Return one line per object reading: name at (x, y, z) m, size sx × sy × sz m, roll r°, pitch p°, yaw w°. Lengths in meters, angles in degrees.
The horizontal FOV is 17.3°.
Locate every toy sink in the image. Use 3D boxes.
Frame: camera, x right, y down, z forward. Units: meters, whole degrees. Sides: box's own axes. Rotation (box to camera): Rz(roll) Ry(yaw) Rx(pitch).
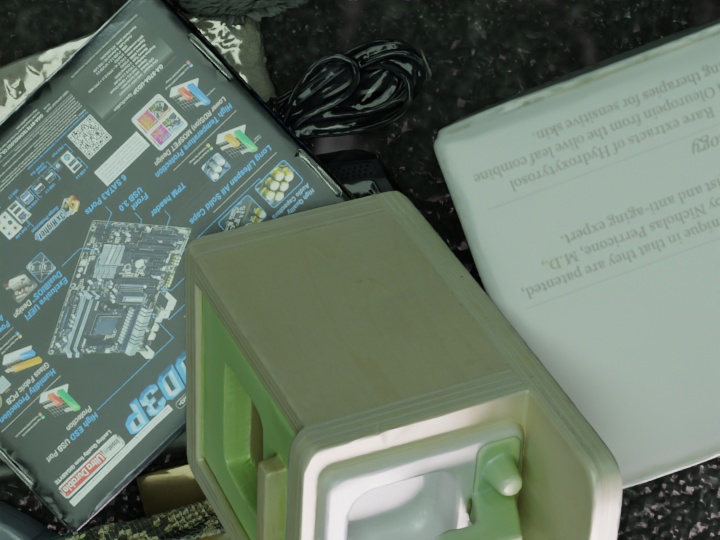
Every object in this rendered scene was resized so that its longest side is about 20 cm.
toy sink at (0.007, 0.082, 0.984) m, size 0.112 × 0.200 × 0.130 m, roll -14°, pitch 132°, yaw -21°

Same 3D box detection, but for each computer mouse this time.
computer mouse at (0.000, 0.000, 1.132) m, size 0.138 × 0.053 × 0.200 m, roll -24°, pitch 94°, yaw 1°

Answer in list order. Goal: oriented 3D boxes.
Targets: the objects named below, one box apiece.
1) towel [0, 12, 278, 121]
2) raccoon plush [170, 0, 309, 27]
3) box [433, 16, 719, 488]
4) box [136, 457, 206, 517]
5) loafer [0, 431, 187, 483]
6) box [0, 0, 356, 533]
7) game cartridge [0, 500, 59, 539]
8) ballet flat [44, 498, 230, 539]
towel at (-0.128, -0.047, 1.159) m, size 0.200 × 0.034 × 0.133 m, roll -20°, pitch 95°, yaw 3°
raccoon plush at (-0.039, -0.192, 1.137) m, size 0.097 × 0.200 × 0.134 m, roll -40°, pitch 52°, yaw 41°
box at (0.153, -0.019, 1.065) m, size 0.200 × 0.199 × 0.172 m, roll -21°, pitch 93°, yaw 5°
box at (-0.008, 0.177, 1.174) m, size 0.163 × 0.021 × 0.200 m, roll -14°, pitch 93°, yaw 4°
loafer at (-0.136, 0.053, 1.145) m, size 0.200 × 0.073 × 0.071 m, roll -7°, pitch 106°, yaw -7°
box at (-0.112, -0.005, 1.081) m, size 0.200 × 0.046 × 0.159 m, roll -44°, pitch 93°, yaw 2°
game cartridge at (-0.155, 0.212, 1.166) m, size 0.200 × 0.041 × 0.133 m, roll 45°, pitch 105°, yaw 2°
ballet flat at (-0.095, 0.148, 1.102) m, size 0.200 × 0.075 × 0.068 m, roll -18°, pitch 121°, yaw -13°
